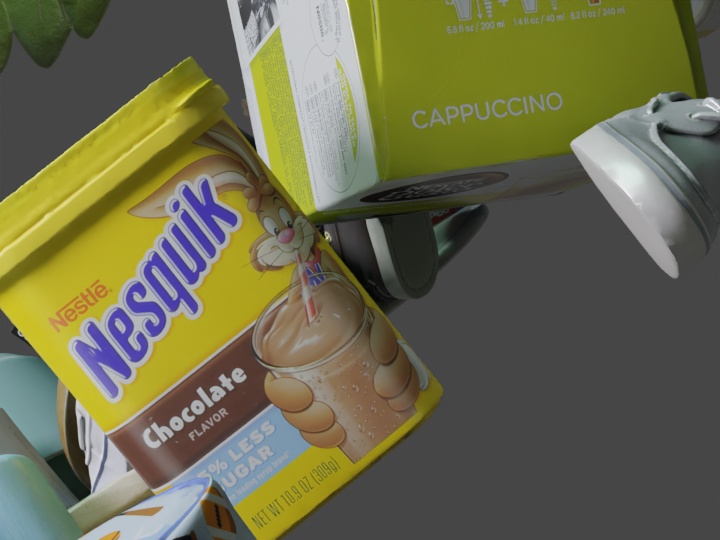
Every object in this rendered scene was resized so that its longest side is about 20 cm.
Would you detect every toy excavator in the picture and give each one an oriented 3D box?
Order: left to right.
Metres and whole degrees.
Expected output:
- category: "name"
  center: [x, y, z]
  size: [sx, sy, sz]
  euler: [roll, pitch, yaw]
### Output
- category: "toy excavator"
  center: [-0.155, 0.135, 0.800]
  size: [0.200, 0.100, 0.194]
  euler: [-32, -19, -13]

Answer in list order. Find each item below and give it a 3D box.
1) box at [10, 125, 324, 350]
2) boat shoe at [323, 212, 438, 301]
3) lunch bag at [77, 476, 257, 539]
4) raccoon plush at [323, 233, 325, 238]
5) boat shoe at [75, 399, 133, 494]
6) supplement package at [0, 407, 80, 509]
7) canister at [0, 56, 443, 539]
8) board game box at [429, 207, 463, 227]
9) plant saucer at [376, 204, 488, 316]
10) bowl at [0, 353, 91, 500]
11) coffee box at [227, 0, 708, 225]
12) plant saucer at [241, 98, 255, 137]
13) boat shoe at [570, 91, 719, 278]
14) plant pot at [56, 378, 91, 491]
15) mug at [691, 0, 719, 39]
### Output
- category: "box"
  center: [-0.133, -0.006, 1.216]
  size: [0.200, 0.149, 0.124]
  euler: [-57, -4, 13]
- category: "boat shoe"
  center: [-0.004, -0.077, 1.057]
  size: [0.061, 0.201, 0.072]
  euler: [-6, 8, 38]
- category: "lunch bag"
  center: [-0.119, 0.166, 0.617]
  size: [0.160, 0.076, 0.200]
  euler: [-30, 9, 36]
- category: "raccoon plush"
  center: [-0.041, -0.046, 1.328]
  size: [0.200, 0.134, 0.097]
  euler: [-40, 7, -13]
- category: "boat shoe"
  center: [-0.122, 0.082, 0.916]
  size: [0.074, 0.065, 0.200]
  euler: [-18, -30, -25]
- category: "supplement package"
  center: [-0.235, 0.177, 0.953]
  size: [0.117, 0.117, 0.200]
  euler: [-38, 7, 5]
- category: "canister"
  center: [-0.074, 0.023, 0.778]
  size: [0.149, 0.200, 0.087]
  euler: [-39, 7, -2]
- category: "board game box"
  center: [0.125, -0.091, 1.157]
  size: [0.103, 0.019, 0.200]
  euler: [-34, 1, 36]
- category: "plant saucer"
  center: [0.000, 0.000, 1.182]
  size: [0.200, 0.050, 0.200]
  euler: [-37, 6, 5]
- category: "bowl"
  center: [-0.262, 0.133, 1.161]
  size: [0.201, 0.105, 0.201]
  euler: [-32, -17, -11]
- category: "coffee box"
  center: [0.051, -0.141, 0.926]
  size: [0.200, 0.200, 0.198]
  euler: [-9, -3, -20]
- category: "plant saucer"
  center: [0.003, -0.090, 1.243]
  size: [0.200, 0.200, 0.029]
  euler: [-112, 39, -83]
- category: "boat shoe"
  center: [0.141, -0.047, 0.723]
  size: [0.069, 0.072, 0.200]
  euler: [-37, -2, 10]
- category: "plant pot"
  center: [-0.132, 0.052, 1.072]
  size: [0.200, 0.027, 0.200]
  euler: [-40, -37, -41]
- category: "mug"
  center: [0.241, -0.229, 1.224]
  size: [0.149, 0.187, 0.153]
  euler: [2, 37, 25]
